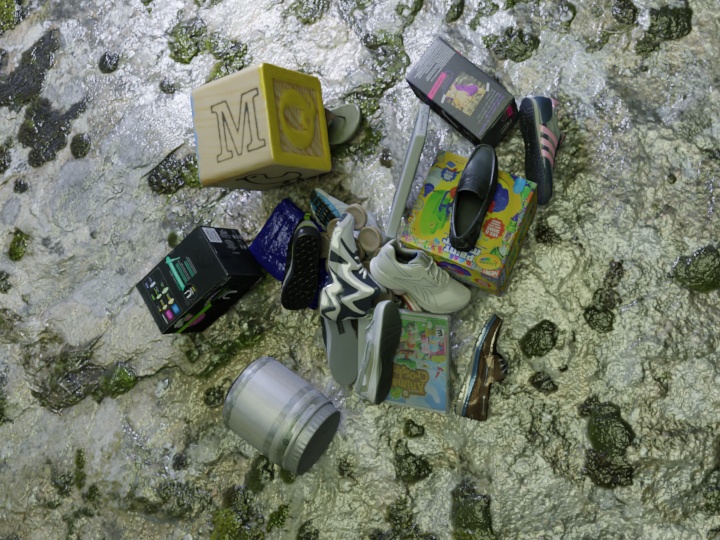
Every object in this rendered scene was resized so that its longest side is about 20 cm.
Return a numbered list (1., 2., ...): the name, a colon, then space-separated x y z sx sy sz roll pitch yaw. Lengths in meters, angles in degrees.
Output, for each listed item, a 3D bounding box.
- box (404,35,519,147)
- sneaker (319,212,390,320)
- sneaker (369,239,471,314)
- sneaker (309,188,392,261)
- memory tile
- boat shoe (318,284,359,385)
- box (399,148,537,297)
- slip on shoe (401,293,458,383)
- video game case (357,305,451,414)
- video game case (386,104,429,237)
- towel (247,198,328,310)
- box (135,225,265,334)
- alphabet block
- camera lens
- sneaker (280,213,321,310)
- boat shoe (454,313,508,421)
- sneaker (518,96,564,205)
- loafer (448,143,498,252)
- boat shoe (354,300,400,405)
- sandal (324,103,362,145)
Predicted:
1. box: 0.198 -0.334 1.692 0.200 0.122 0.106 43 95 17
2. sneaker: 0.000 0.000 1.660 0.127 0.080 0.204 10 85 1
3. sneaker: 0.115 0.013 1.603 0.197 0.088 0.075 23 48 -6
4. sneaker: -0.017 -0.099 1.758 0.200 0.075 0.087 44 61 9
5. memory tile: 0.001 -0.015 1.703 0.153 0.017 0.202 -38 84 33
6. boat shoe: -0.044 0.124 1.740 0.067 0.057 0.205 -11 98 -14
7. box: 0.204 -0.087 1.640 0.197 0.122 0.196 21 78 17
8. slip on shoe: 0.121 0.129 1.688 0.060 0.074 0.203 -26 81 15
9. video game case: 0.080 0.166 1.670 0.197 0.022 0.187 6 100 32
10. video game case: 0.090 -0.187 1.636 0.022 0.183 0.203 15 117 -1
11. towel: -0.126 -0.037 1.794 0.199 0.049 0.149 38 94 18
12. box: -0.325 0.021 1.783 0.199 0.148 0.125 -40 73 19
13. alphabet block: -0.197 -0.277 1.742 0.197 0.194 0.201 -11 86 35
14. camera lens: -0.157 0.278 1.705 0.198 0.160 0.162 32 93 18
15. sneaker: -0.113 -0.017 1.733 0.070 0.083 0.203 8 121 -15
16. boat shoe: 0.239 0.184 1.648 0.071 0.072 0.204 19 99 14
17. sneaker: 0.355 -0.228 1.663 0.080 0.070 0.205 -8 95 -21
18. loafer: 0.201 -0.134 1.552 0.067 0.071 0.204 13 76 15
19. boat shoe: 0.028 0.150 1.649 0.064 0.074 0.206 18 115 30
20. sandal: -0.090 -0.297 1.811 0.197 0.057 0.082 -8 79 17
